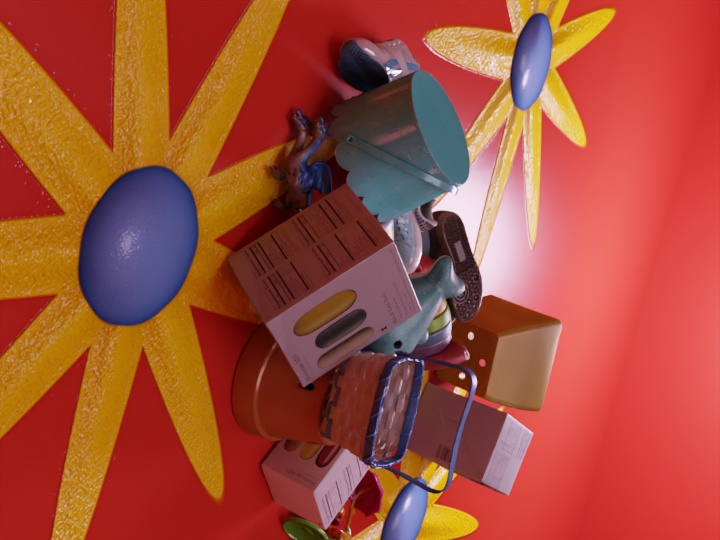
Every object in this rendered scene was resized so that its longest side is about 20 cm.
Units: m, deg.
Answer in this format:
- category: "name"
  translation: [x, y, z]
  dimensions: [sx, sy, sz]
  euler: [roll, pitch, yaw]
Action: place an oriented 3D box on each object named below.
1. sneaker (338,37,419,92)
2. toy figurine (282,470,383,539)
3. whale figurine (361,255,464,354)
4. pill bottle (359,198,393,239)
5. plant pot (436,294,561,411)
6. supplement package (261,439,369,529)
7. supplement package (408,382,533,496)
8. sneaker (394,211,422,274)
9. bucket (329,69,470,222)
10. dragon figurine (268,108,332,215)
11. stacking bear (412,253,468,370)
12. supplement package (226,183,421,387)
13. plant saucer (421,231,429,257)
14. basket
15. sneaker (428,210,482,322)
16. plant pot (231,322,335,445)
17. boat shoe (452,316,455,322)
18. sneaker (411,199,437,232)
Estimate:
- category: "sneaker"
  translation: [0.028, -0.315, 1.448]
  dimensions: [0.199, 0.076, 0.082]
  euler: [19, 72, -60]
- category: "toy figurine"
  translation: [-0.034, 0.422, 1.697]
  dimensions: [0.201, 0.149, 0.185]
  euler: [51, 45, -28]
- category: "whale figurine"
  translation: [0.071, 0.064, 1.444]
  dimensions: [0.198, 0.104, 0.160]
  euler: [-30, 126, 1]
- category: "pill bottle"
  translation: [0.000, 0.000, 1.512]
  dimensions: [0.111, 0.110, 0.203]
  euler: [-38, 136, -44]
- category: "plant pot"
  translation: [0.272, 0.174, 1.988]
  dimensions: [0.175, 0.199, 0.203]
  euler: [0, 105, -47]
- category: "supplement package"
  translation: [-0.054, 0.299, 1.574]
  dimensions: [0.200, 0.113, 0.110]
  euler: [-50, 145, -34]
- category: "supplement package"
  translation: [0.226, 0.353, 1.990]
  dimensions: [0.200, 0.189, 0.149]
  euler: [39, 72, -57]
- category: "sneaker"
  translation: [0.044, -0.093, 1.537]
  dimensions: [0.082, 0.073, 0.203]
  euler: [6, 70, -61]
- category: "bucket"
  translation: [0.064, -0.184, 1.404]
  dimensions: [0.207, 0.133, 0.210]
  euler: [39, 40, -44]
- category: "dragon figurine"
  translation: [-0.078, -0.127, 1.369]
  dimensions: [0.099, 0.058, 0.202]
  euler: [-42, 137, -41]
- category: "stacking bear"
  translation: [0.105, 0.060, 1.649]
  dimensions: [0.112, 0.122, 0.203]
  euler: [-19, 116, -12]
- category: "supplement package"
  translation: [-0.049, 0.020, 1.322]
  dimensions: [0.199, 0.151, 0.153]
  euler: [-32, 136, -6]
- category: "plant saucer"
  translation: [0.073, -0.014, 1.699]
  dimensions: [0.200, 0.038, 0.204]
  euler: [-35, 134, -46]
- category: "basket"
  translation: [0.055, 0.195, 1.337]
  dimensions: [0.139, 0.198, 0.179]
  euler: [7, 100, -59]
- category: "sneaker"
  translation: [0.162, -0.010, 1.687]
  dimensions: [0.070, 0.075, 0.203]
  euler: [-17, 105, -24]
- category: "plant pot"
  translation: [-0.078, 0.175, 1.446]
  dimensions: [0.200, 0.139, 0.203]
  euler: [-36, 135, -47]
- category: "boat shoe"
  translation: [0.122, 0.143, 1.829]
  dimensions: [0.201, 0.069, 0.071]
  euler: [-58, 148, -23]
- category: "sneaker"
  translation: [0.098, -0.165, 1.596]
  dimensions: [0.076, 0.080, 0.203]
  euler: [2, 88, -46]
